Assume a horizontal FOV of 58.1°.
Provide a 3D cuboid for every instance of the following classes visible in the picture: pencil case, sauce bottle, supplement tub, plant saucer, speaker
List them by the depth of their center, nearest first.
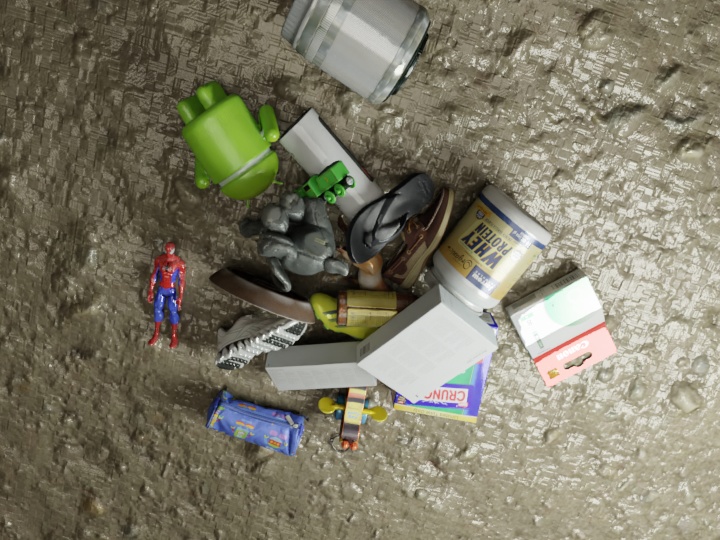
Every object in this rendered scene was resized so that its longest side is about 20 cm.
[{"bbox_3d":[-0.046,-0.173,1.103,0.081,0.081,0.200,-39,105,12],"label":"speaker"},{"bbox_3d":[-0.164,0.038,1.120,0.197,0.200,0.033,23,91,-8],"label":"plant saucer"},{"bbox_3d":[0.215,-0.028,1.125,0.143,0.145,0.201,34,106,-12],"label":"supplement tub"},{"bbox_3d":[0.055,0.070,1.132,0.195,0.066,0.067,5,110,-4],"label":"sauce bottle"},{"bbox_3d":[-0.202,0.297,1.267,0.196,0.079,0.087,20,138,-8],"label":"pencil case"}]

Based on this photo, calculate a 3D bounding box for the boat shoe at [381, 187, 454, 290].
[{"bbox_3d":[0.100,-0.063,1.151,0.071,0.072,0.202,24,115,-8],"label":"boat shoe"}]

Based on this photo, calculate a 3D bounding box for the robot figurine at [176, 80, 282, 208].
[{"bbox_3d":[-0.214,-0.205,1.067,0.173,0.116,0.202,-30,106,17],"label":"robot figurine"}]

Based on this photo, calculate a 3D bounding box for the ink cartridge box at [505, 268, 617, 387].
[{"bbox_3d":[0.390,0.120,1.233,0.159,0.050,0.202,-29,105,9],"label":"ink cartridge box"}]

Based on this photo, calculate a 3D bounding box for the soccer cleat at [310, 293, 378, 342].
[{"bbox_3d":[-0.006,0.091,1.197,0.199,0.065,0.083,37,118,-24],"label":"soccer cleat"}]

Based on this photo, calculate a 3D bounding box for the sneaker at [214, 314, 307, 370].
[{"bbox_3d":[-0.188,0.113,1.188,0.197,0.083,0.075,-23,149,19],"label":"sneaker"}]

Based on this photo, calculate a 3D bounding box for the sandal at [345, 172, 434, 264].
[{"bbox_3d":[0.051,-0.092,1.081,0.200,0.043,0.077,-45,122,-14],"label":"sandal"}]

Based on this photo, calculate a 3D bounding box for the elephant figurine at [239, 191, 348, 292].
[{"bbox_3d":[-0.120,-0.041,1.087,0.138,0.200,0.159,-1,74,-20],"label":"elephant figurine"}]

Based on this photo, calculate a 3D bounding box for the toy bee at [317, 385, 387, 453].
[{"bbox_3d":[-0.011,0.290,1.254,0.128,0.109,0.204,-10,110,1],"label":"toy bee"}]

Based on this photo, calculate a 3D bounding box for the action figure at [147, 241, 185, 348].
[{"bbox_3d":[-0.357,0.045,1.194,0.064,0.052,0.204,9,107,0],"label":"action figure"}]

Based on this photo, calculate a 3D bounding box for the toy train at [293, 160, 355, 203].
[{"bbox_3d":[-0.077,-0.126,1.083,0.057,0.042,0.199,54,143,-8],"label":"toy train"}]

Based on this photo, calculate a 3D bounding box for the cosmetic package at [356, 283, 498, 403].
[{"bbox_3d":[0.111,0.131,1.110,0.150,0.052,0.199,38,120,-25],"label":"cosmetic package"}]

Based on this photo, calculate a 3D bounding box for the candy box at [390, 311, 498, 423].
[{"bbox_3d":[0.155,0.173,1.230,0.165,0.077,0.204,9,110,-2],"label":"candy box"}]

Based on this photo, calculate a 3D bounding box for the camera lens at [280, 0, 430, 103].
[{"bbox_3d":[-0.003,-0.369,0.991,0.198,0.160,0.162,30,107,-11],"label":"camera lens"}]

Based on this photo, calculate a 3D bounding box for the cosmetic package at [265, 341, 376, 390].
[{"bbox_3d":[-0.071,0.178,1.210,0.195,0.051,0.083,-5,140,13],"label":"cosmetic package"}]

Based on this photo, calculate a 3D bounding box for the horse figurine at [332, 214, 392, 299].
[{"bbox_3d":[0.000,0.000,1.154,0.130,0.050,0.203,7,130,23],"label":"horse figurine"}]
